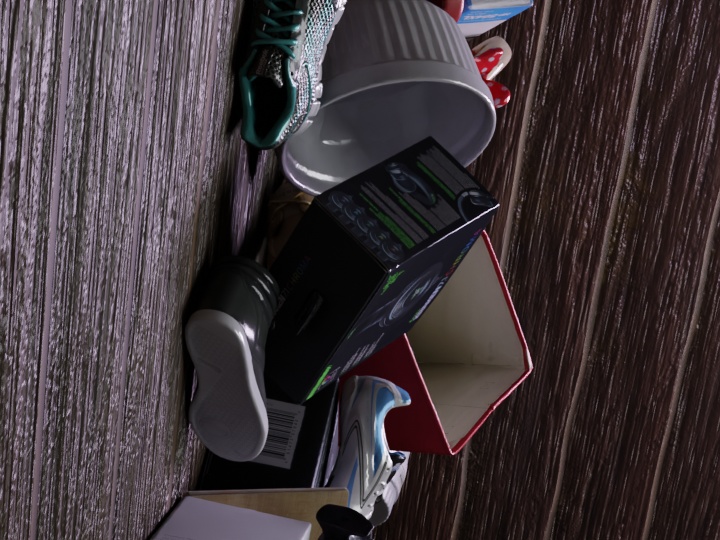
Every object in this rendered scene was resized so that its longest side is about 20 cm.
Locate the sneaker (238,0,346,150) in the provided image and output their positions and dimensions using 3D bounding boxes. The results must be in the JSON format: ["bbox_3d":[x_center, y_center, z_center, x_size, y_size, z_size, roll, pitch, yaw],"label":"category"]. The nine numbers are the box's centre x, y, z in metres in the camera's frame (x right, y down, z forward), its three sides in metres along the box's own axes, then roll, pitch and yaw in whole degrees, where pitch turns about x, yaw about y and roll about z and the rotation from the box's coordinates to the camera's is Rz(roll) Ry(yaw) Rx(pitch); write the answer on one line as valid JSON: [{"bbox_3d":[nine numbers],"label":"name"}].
[{"bbox_3d":[-0.059,-0.184,1.517,0.091,0.077,0.202,-62,161,-59],"label":"sneaker"}]

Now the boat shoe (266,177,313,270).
[{"bbox_3d":[-0.060,-0.051,1.806,0.200,0.073,0.070,-83,154,-67],"label":"boat shoe"}]

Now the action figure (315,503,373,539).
[{"bbox_3d":[-0.012,0.301,1.676,0.131,0.069,0.201,-55,152,-37],"label":"action figure"}]

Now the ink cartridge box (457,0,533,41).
[{"bbox_3d":[0.068,-0.296,1.863,0.199,0.084,0.148,-22,-100,58],"label":"ink cartridge box"}]

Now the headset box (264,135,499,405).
[{"bbox_3d":[0.000,0.000,1.635,0.199,0.093,0.175,-30,159,-52],"label":"headset box"}]

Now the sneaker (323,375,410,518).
[{"bbox_3d":[0.001,0.200,1.777,0.072,0.072,0.202,-33,135,-85],"label":"sneaker"}]

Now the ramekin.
[{"bbox_3d":[0.014,-0.156,1.695,0.201,0.198,0.106,91,-11,-62],"label":"ramekin"}]

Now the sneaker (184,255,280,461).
[{"bbox_3d":[-0.098,0.070,1.575,0.201,0.070,0.100,88,18,-48],"label":"sneaker"}]

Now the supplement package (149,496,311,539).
[{"bbox_3d":[-0.117,0.272,1.534,0.200,0.116,0.119,-48,148,-78],"label":"supplement package"}]

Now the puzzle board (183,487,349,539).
[{"bbox_3d":[-0.095,0.283,1.693,0.017,0.149,0.202,-131,-134,-60],"label":"puzzle board"}]

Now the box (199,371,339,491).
[{"bbox_3d":[-0.084,0.200,1.812,0.201,0.103,0.149,94,8,-55],"label":"box"}]

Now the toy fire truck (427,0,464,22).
[{"bbox_3d":[0.006,-0.287,1.788,0.168,0.111,0.202,160,-80,-66],"label":"toy fire truck"}]

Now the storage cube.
[{"bbox_3d":[0.046,0.071,2.015,0.171,0.179,0.202,-42,119,-40],"label":"storage cube"}]

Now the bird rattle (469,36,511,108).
[{"bbox_3d":[0.085,-0.183,1.887,0.163,0.113,0.200,-48,-176,-39],"label":"bird rattle"}]

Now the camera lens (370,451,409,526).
[{"bbox_3d":[-0.016,0.173,2.179,0.161,0.158,0.202,92,10,-58],"label":"camera lens"}]
